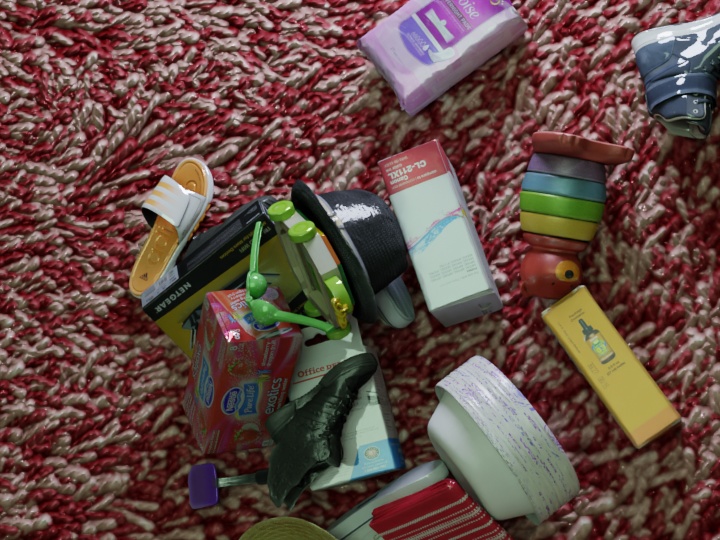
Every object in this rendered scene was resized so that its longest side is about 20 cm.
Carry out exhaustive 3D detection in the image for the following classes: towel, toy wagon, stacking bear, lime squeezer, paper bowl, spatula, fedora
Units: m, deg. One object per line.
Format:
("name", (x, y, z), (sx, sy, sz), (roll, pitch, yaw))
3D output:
("towel", (0.121, 0.328, 1.391), (0.200, 0.023, 0.144), (45, 130, -16))
("toy wagon", (-0.048, 0.008, 1.405), (0.039, 0.156, 0.200), (-27, 32, -13))
("stacking bear", (0.247, -0.062, 1.466), (0.121, 0.114, 0.201), (8, 94, -27))
("lime squeezer", (-0.107, 0.020, 1.403), (0.071, 0.038, 0.200), (-43, 51, 8))
("paper bowl", (0.155, 0.208, 1.384), (0.104, 0.201, 0.201), (-36, 73, -7))
("spatula", (-0.148, 0.267, 1.523), (0.199, 0.021, 0.057), (-14, 77, 29))
("fedora", (-0.004, -0.037, 1.445), (0.091, 0.201, 0.201), (-26, 74, -13))

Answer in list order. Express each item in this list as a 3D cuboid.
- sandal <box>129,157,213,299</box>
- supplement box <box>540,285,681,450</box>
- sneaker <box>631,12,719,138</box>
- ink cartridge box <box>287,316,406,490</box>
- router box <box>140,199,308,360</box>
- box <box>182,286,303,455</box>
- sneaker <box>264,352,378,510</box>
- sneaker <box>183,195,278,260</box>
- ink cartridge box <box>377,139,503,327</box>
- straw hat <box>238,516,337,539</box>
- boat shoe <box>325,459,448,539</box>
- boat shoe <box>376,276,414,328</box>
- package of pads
("sandal", (-0.267, -0.061, 1.609), (0.079, 0.059, 0.207), (18, 82, 33))
("supplement box", (0.303, 0.118, 1.441), (0.066, 0.069, 0.200), (-35, 76, 5))
("sneaker", (0.444, -0.241, 1.453), (0.202, 0.077, 0.147), (-14, 66, 22))
("ink cartridge box", (-0.025, 0.168, 1.513), (0.116, 0.068, 0.201), (-17, 78, 12))
("router box", (-0.157, 0.032, 1.533), (0.200, 0.052, 0.157), (-39, 116, 6))
("box", (-0.149, 0.126, 1.472), (0.099, 0.200, 0.096), (-4, 42, -26))
("sneaker", (-0.042, 0.195, 1.444), (0.200, 0.060, 0.104), (-36, 65, 13))
("sneaker", (-0.187, -0.031, 1.580), (0.200, 0.076, 0.091), (-43, 36, 7))
("ink cartridge box", (0.101, -0.041, 1.476), (0.083, 0.146, 0.201), (-20, 76, 8))
("straw hat", (-0.067, 0.389, 1.478), (0.200, 0.085, 0.202), (3, 99, 23))
("boat shoe", (0.041, 0.301, 1.455), (0.200, 0.072, 0.066), (-38, 88, 25))
("boat shoe", (0.000, 0.000, 1.545), (0.062, 0.072, 0.200), (-42, 65, 22))
("package of pads", (0.108, -0.307, 1.559), (0.200, 0.076, 0.121), (-36, 77, 6))
